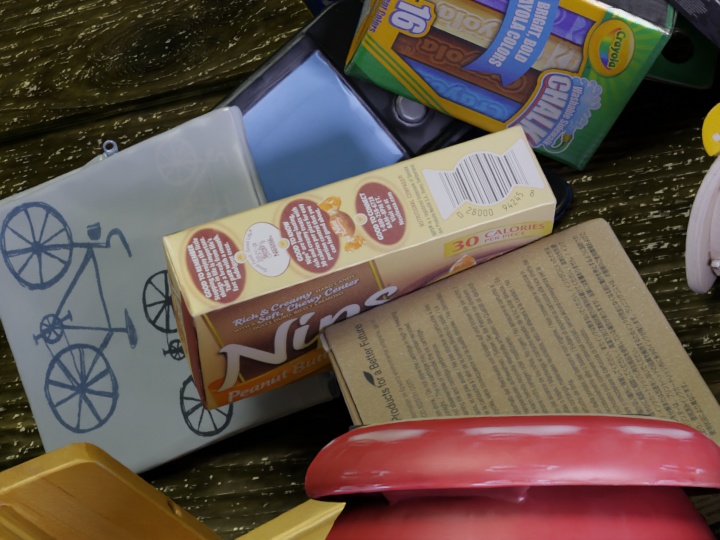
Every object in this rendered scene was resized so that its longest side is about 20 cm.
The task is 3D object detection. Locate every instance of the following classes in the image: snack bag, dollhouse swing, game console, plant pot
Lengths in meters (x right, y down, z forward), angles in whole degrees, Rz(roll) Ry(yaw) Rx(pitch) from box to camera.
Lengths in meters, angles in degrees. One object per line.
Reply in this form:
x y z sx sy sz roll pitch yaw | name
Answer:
-0.122 0.017 1.292 0.200 0.021 0.189 -23 81 23 | snack bag
-0.066 0.155 1.094 0.176 0.182 0.200 -40 35 11 | dollhouse swing
-0.011 -0.043 1.305 0.200 0.171 0.118 -43 11 -12 | game console
0.064 0.152 0.904 0.200 0.200 0.183 -6 82 33 | plant pot

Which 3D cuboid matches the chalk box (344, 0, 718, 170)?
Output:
0.112 -0.155 1.293 0.124 0.200 0.125 121 169 -46 | chalk box

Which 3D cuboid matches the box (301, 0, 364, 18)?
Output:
-0.014 -0.213 1.417 0.064 0.200 0.070 -11 43 29 | box

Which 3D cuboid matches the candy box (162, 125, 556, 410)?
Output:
0.000 0.000 1.184 0.200 0.115 0.055 -17 63 -9 | candy box

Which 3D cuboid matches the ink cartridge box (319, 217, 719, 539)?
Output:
0.086 0.079 1.104 0.165 0.075 0.200 -22 37 0 | ink cartridge box

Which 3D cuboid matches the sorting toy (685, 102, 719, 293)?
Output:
0.273 -0.086 1.170 0.200 0.107 0.180 -11 24 28 | sorting toy

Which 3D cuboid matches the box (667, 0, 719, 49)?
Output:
0.241 -0.210 1.260 0.200 0.036 0.143 -38 75 -28 | box
